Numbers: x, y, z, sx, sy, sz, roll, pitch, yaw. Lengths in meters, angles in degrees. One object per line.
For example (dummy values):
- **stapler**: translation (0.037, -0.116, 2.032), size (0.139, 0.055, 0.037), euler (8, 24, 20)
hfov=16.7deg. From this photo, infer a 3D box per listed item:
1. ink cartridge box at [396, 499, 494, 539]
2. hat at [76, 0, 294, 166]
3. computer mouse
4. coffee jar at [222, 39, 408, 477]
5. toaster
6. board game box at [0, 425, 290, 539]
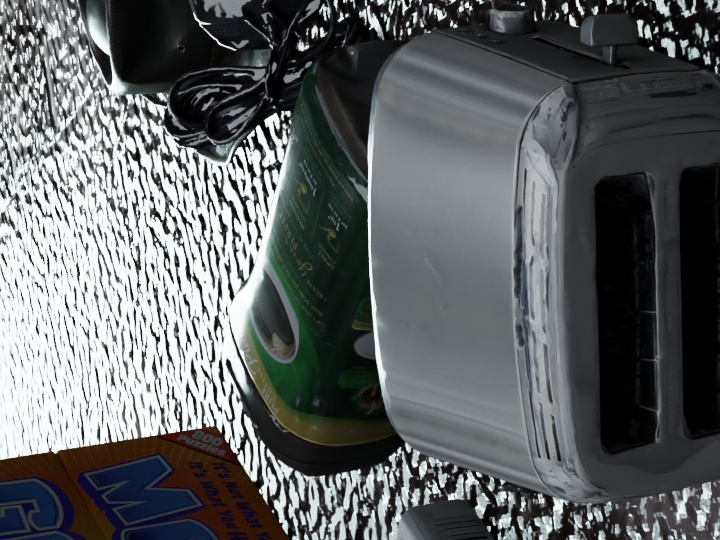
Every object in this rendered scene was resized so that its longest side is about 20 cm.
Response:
- **ink cartridge box**: translation (0.059, 0.240, 1.090), size (0.198, 0.043, 0.200), euler (-126, 37, -49)
- **hat**: translation (-0.109, -0.150, 1.308), size (0.201, 0.081, 0.201), euler (174, 90, -66)
- **computer mouse**: translation (-0.054, -0.166, 1.202), size (0.138, 0.053, 0.201), euler (-17, 85, 40)
- **coffee jar**: translation (0.000, 0.000, 1.100), size (0.104, 0.085, 0.200), euler (63, 149, 32)
- **toaster**: translation (0.076, 0.005, 0.899), size (0.129, 0.113, 0.201), euler (18, 111, 62)
- **board game box**: translation (-0.143, 0.235, 1.349), size (0.200, 0.199, 0.200), euler (-128, 38, -49)
